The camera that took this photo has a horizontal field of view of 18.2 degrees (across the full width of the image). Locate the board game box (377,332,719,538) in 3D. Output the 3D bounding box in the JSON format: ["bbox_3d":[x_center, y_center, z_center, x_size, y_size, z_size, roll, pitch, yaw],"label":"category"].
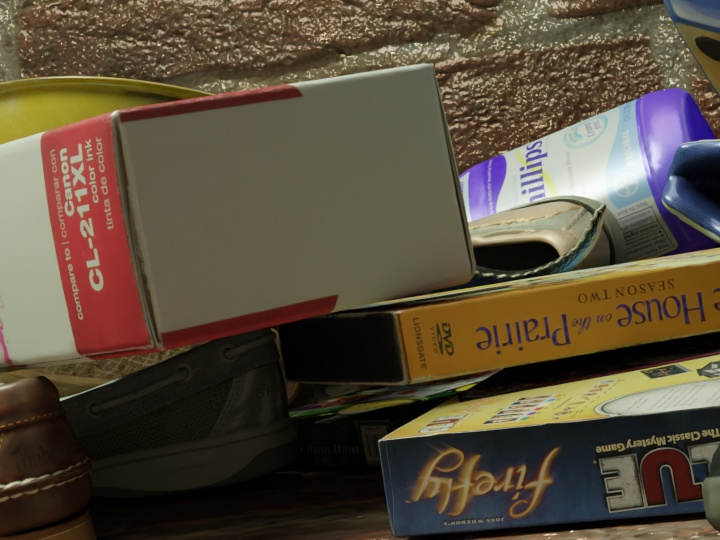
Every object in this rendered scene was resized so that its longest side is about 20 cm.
[{"bbox_3d":[0.101,0.052,0.797,0.135,0.035,0.200,-7,4,20],"label":"board game box"}]

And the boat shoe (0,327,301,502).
[{"bbox_3d":[-0.124,0.063,0.926,0.202,0.065,0.074,-7,4,20],"label":"boat shoe"}]

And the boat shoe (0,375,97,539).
[{"bbox_3d":[-0.175,0.073,0.851,0.200,0.070,0.070,-8,9,40],"label":"boat shoe"}]

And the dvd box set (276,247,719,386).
[{"bbox_3d":[0.083,0.015,0.873,0.200,0.029,0.146,-9,1,-18],"label":"dvd box set"}]

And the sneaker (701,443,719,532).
[{"bbox_3d":[0.158,0.014,0.659,0.076,0.114,0.199,-7,5,45],"label":"sneaker"}]

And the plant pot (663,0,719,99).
[{"bbox_3d":[0.224,-0.112,0.784,0.200,0.180,0.200,19,-15,36],"label":"plant pot"}]

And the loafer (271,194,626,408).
[{"bbox_3d":[0.023,0.016,1.040,0.200,0.072,0.063,-22,-3,25],"label":"loafer"}]

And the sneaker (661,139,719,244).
[{"bbox_3d":[0.197,-0.022,0.938,0.088,0.075,0.200,15,-5,-22],"label":"sneaker"}]

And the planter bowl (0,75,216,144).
[{"bbox_3d":[-0.106,-0.017,1.080,0.200,0.084,0.200,6,-17,2],"label":"planter bowl"}]

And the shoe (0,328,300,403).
[{"bbox_3d":[-0.126,0.035,1.001,0.200,0.070,0.053,18,-31,-22],"label":"shoe"}]

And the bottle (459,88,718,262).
[{"bbox_3d":[0.079,-0.018,1.092,0.200,0.065,0.084,-21,41,20],"label":"bottle"}]

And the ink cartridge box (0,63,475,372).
[{"bbox_3d":[-0.081,-0.014,0.842,0.146,0.083,0.200,-13,2,-39],"label":"ink cartridge box"}]

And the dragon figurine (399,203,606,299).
[{"bbox_3d":[0.000,0.000,0.967,0.200,0.059,0.099,-10,-28,35],"label":"dragon figurine"}]

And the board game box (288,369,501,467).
[{"bbox_3d":[0.053,0.055,0.978,0.200,0.023,0.105,-12,7,-42],"label":"board game box"}]

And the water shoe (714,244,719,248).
[{"bbox_3d":[0.162,-0.001,1.128,0.200,0.079,0.072,-9,3,-6],"label":"water shoe"}]
